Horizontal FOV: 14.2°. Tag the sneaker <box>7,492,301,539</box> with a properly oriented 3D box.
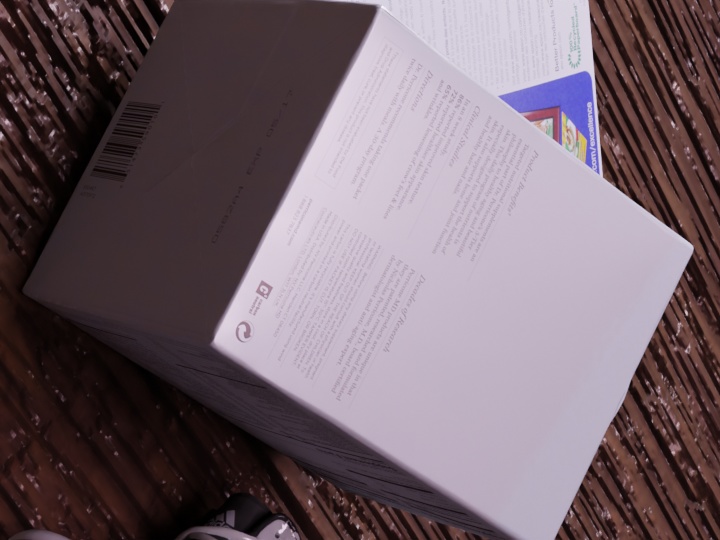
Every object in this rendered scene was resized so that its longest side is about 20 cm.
[{"bbox_3d":[-0.089,0.133,1.230,0.201,0.076,0.116,52,46,-48],"label":"sneaker"}]

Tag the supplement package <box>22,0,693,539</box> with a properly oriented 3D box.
[{"bbox_3d":[0.000,0.000,1.209,0.200,0.151,0.152,35,77,-35],"label":"supplement package"}]

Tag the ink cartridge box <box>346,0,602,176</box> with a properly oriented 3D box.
[{"bbox_3d":[0.040,-0.080,1.372,0.200,0.047,0.198,-18,108,-45],"label":"ink cartridge box"}]
